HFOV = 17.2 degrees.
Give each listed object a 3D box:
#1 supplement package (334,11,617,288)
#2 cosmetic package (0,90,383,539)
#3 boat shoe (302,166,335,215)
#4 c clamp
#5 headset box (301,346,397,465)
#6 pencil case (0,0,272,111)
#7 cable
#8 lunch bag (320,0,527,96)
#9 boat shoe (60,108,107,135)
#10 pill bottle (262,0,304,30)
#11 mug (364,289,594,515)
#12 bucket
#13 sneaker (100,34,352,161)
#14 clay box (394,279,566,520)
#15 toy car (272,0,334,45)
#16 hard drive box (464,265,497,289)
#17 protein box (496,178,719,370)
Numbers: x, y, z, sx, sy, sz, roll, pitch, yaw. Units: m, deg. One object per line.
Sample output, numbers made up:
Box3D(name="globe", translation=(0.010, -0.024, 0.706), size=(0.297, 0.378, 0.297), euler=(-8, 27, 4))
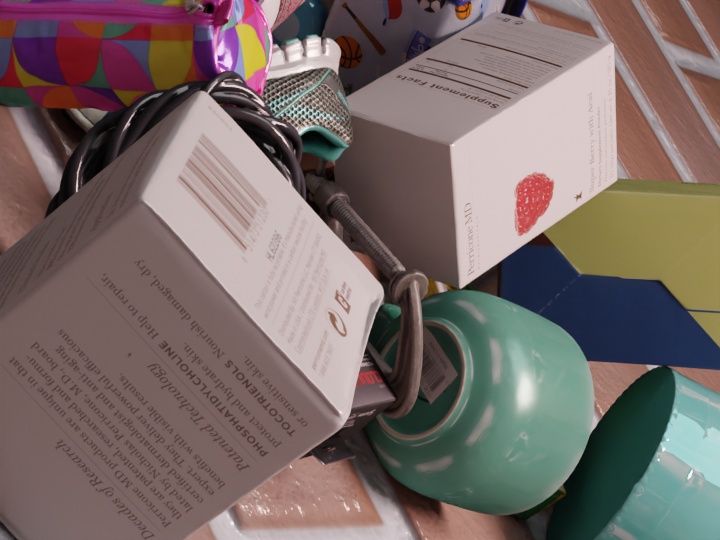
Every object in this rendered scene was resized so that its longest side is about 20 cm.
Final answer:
Box3D(name="supplement package", translation=(0.087, -0.093, 1.771), size=(0.200, 0.119, 0.122), euler=(-33, 130, -39))
Box3D(name="cosmetic package", translation=(-0.120, 0.042, 1.336), size=(0.166, 0.200, 0.168), euler=(47, 24, -14))
Box3D(name="boat shoe", translation=(-0.033, -0.051, 1.803), size=(0.072, 0.072, 0.200), euler=(58, 24, 11))
Box3D(name="c clamp", translation=(0.000, 0.000, 1.672), size=(0.027, 0.172, 0.200), euler=(-5, 37, -27))
Box3D(name="headset box", translation=(-0.068, 0.045, 1.593), size=(0.201, 0.075, 0.148), euler=(59, 22, 12))
Box3D(name="pencil case", translation=(-0.152, -0.146, 1.540), size=(0.088, 0.198, 0.089), euler=(-3, 93, -63))
Box3D(name="cable", translation=(-0.115, -0.029, 1.477), size=(0.162, 0.202, 0.051), euler=(12, 7, -15))
Box3D(name="lunch bag", translation=(0.055, -0.195, 1.919), size=(0.123, 0.171, 0.200), euler=(31, 30, 11))
Box3D(name="boat shoe", translation=(-0.140, -0.096, 1.695), size=(0.199, 0.062, 0.073), euler=(18, 73, -36))
Box3D(name="pill bottle", translation=(-0.101, -0.219, 1.744), size=(0.113, 0.113, 0.200), euler=(50, 24, -8))
Box3D(name="mug", translation=(0.063, 0.092, 1.719), size=(0.114, 0.184, 0.153), euler=(22, 70, -47))
Box3D(name="bucket", translation=(0.246, 0.183, 1.848), size=(0.134, 0.208, 0.208), euler=(33, 27, -9))
Box3D(name="sneaker", translation=(-0.087, -0.097, 1.627), size=(0.199, 0.078, 0.092), euler=(-18, 79, -25))
Box3D(name="clay box", translation=(0.090, 0.088, 1.876), size=(0.115, 0.047, 0.201), euler=(36, 27, -43))
Box3D(name="toy car", translation=(-0.073, -0.271, 1.986), size=(0.199, 0.178, 0.184), euler=(29, 9, 15))
Box3D(name="hard drive box", translation=(0.102, -0.073, 2.093), size=(0.156, 0.077, 0.200), euler=(57, 22, 7))
Box3D(name="protein box", translation=(0.225, -0.002, 1.921), size=(0.200, 0.197, 0.136), euler=(-17, 110, -74))
